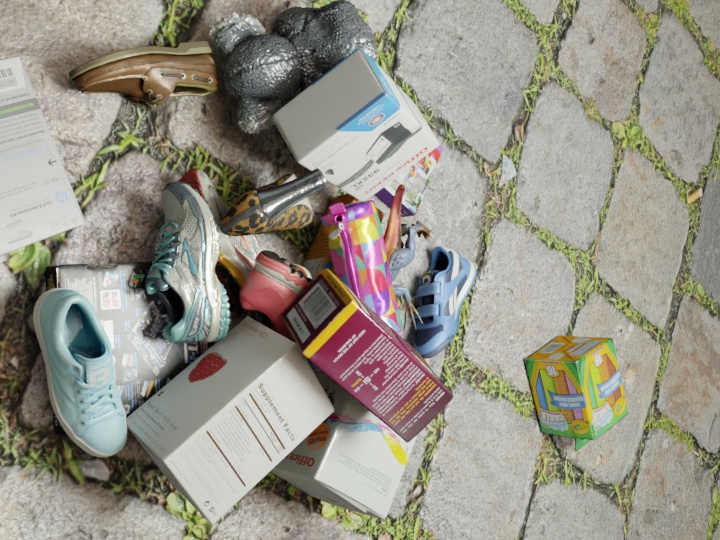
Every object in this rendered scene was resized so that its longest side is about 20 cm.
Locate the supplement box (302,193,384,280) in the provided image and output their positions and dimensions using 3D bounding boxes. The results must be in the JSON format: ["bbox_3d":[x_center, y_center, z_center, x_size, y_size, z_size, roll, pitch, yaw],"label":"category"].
[{"bbox_3d":[-0.038,-0.013,1.180,0.066,0.069,0.201,36,68,-31],"label":"supplement box"}]

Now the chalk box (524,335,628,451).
[{"bbox_3d":[0.411,0.238,1.505,0.124,0.124,0.201,-24,103,-38],"label":"chalk box"}]

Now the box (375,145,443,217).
[{"bbox_3d":[0.037,-0.196,1.270,0.200,0.039,0.138,38,65,-32],"label":"box"}]

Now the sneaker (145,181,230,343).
[{"bbox_3d":[-0.216,-0.009,0.964,0.086,0.077,0.202,-11,86,-37],"label":"sneaker"}]

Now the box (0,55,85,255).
[{"bbox_3d":[-0.416,-0.119,0.884,0.155,0.041,0.201,-28,104,-37],"label":"box"}]

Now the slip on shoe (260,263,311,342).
[{"bbox_3d":[-0.112,0.091,1.089,0.061,0.074,0.202,-6,108,-69],"label":"slip on shoe"}]

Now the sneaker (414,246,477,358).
[{"bbox_3d":[0.123,0.049,1.311,0.082,0.074,0.201,40,56,-29],"label":"sneaker"}]

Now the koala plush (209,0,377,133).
[{"bbox_3d":[-0.098,-0.279,1.086,0.199,0.183,0.179,-17,98,-29],"label":"koala plush"}]

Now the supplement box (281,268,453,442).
[{"bbox_3d":[0.009,0.105,0.983,0.086,0.110,0.200,-45,118,2],"label":"supplement box"}]

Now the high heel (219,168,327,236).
[{"bbox_3d":[-0.130,-0.071,1.050,0.142,0.200,0.072,-28,88,-19],"label":"high heel"}]

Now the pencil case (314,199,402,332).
[{"bbox_3d":[0.000,0.000,1.117,0.088,0.088,0.201,-22,101,-38],"label":"pencil case"}]

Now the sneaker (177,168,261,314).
[{"bbox_3d":[-0.181,-0.045,1.064,0.082,0.077,0.201,-45,123,-40],"label":"sneaker"}]

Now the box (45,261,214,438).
[{"bbox_3d":[-0.276,0.089,0.985,0.198,0.050,0.202,-4,90,-41],"label":"box"}]

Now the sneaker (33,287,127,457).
[{"bbox_3d":[-0.302,0.117,0.880,0.074,0.082,0.201,-27,104,-35],"label":"sneaker"}]

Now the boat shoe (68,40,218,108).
[{"bbox_3d":[-0.260,-0.239,1.001,0.199,0.072,0.068,-23,101,-38],"label":"boat shoe"}]

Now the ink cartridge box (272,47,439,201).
[{"bbox_3d":[0.001,-0.186,1.077,0.084,0.145,0.200,60,16,22],"label":"ink cartridge box"}]

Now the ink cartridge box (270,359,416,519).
[{"bbox_3d":[-0.020,0.221,1.130,0.144,0.145,0.201,37,64,-32],"label":"ink cartridge box"}]

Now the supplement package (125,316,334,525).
[{"bbox_3d":[-0.156,0.174,0.965,0.200,0.121,0.120,-41,125,-23],"label":"supplement package"}]

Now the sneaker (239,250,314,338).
[{"bbox_3d":[-0.073,0.056,1.038,0.200,0.074,0.087,36,92,-27],"label":"sneaker"}]

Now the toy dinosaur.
[{"bbox_3d":[0.022,-0.001,1.199,0.182,0.105,0.201,-47,126,-21],"label":"toy dinosaur"}]
